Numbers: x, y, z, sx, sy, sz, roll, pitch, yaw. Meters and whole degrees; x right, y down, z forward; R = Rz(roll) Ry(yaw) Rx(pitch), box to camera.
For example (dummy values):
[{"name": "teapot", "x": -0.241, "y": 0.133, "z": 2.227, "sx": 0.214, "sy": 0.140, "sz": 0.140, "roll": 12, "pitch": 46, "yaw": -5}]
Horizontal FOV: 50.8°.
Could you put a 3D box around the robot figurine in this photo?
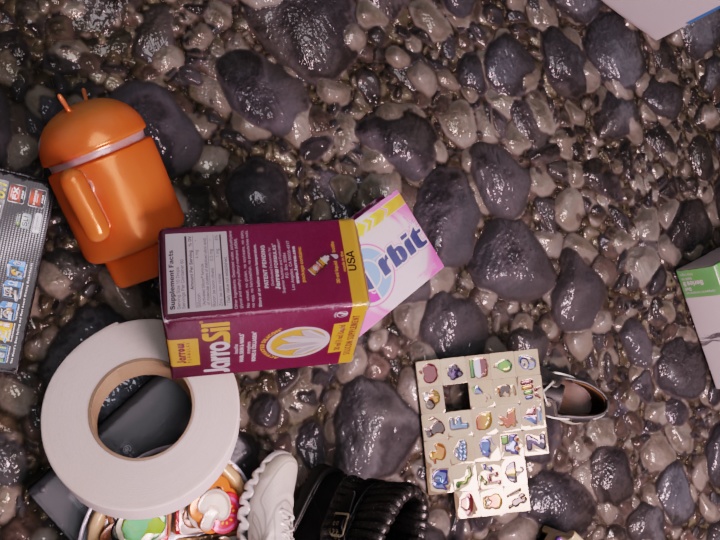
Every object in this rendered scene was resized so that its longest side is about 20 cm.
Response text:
[{"name": "robot figurine", "x": -0.257, "y": -0.088, "z": 0.788, "sx": 0.143, "sy": 0.115, "sz": 0.204, "roll": -35, "pitch": 113, "yaw": -40}]

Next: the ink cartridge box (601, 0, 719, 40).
[{"name": "ink cartridge box", "x": 0.481, "y": -0.500, "z": 1.166, "sx": 0.142, "sy": 0.147, "sz": 0.204, "roll": 25, "pitch": 75, "yaw": -19}]

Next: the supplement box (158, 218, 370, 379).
[{"name": "supplement box", "x": -0.099, "y": 0.029, "z": 0.770, "sx": 0.195, "sy": 0.132, "sz": 0.105, "roll": -4, "pitch": 60, "yaw": -11}]

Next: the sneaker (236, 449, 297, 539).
[{"name": "sneaker", "x": -0.096, "y": 0.296, "z": 0.808, "sx": 0.075, "sy": 0.079, "sz": 0.204, "roll": 48, "pitch": 50, "yaw": -50}]

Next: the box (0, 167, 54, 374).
[{"name": "box", "x": -0.405, "y": -0.008, "z": 0.759, "sx": 0.157, "sy": 0.044, "sz": 0.205, "roll": 13, "pitch": 78, "yaw": -23}]

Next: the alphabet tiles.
[{"name": "alphabet tiles", "x": 0.161, "y": 0.211, "z": 0.979, "sx": 0.163, "sy": 0.008, "sz": 0.205, "roll": -5, "pitch": 86, "yaw": -4}]

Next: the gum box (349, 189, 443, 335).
[{"name": "gum box", "x": 0.000, "y": 0.000, "z": 0.929, "sx": 0.199, "sy": 0.066, "sz": 0.115, "roll": -37, "pitch": 100, "yaw": -23}]

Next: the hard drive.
[{"name": "hard drive", "x": -0.230, "y": 0.214, "z": 0.817, "sx": 0.200, "sy": 0.033, "sz": 0.141, "roll": -43, "pitch": 101, "yaw": -22}]

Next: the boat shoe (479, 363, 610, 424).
[{"name": "boat shoe", "x": 0.245, "y": 0.159, "z": 1.023, "sx": 0.196, "sy": 0.067, "sz": 0.073, "roll": 19, "pitch": 78, "yaw": -18}]

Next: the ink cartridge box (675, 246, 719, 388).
[{"name": "ink cartridge box", "x": 0.598, "y": 0.067, "z": 1.184, "sx": 0.144, "sy": 0.084, "sz": 0.204, "roll": -21, "pitch": 92, "yaw": -25}]

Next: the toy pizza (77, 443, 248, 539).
[{"name": "toy pizza", "x": -0.194, "y": 0.285, "z": 0.792, "sx": 0.196, "sy": 0.031, "sz": 0.206, "roll": -3, "pitch": 95, "yaw": -33}]

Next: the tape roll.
[{"name": "tape roll", "x": -0.222, "y": 0.147, "z": 0.776, "sx": 0.197, "sy": 0.037, "sz": 0.207, "roll": 4, "pitch": 60, "yaw": -7}]

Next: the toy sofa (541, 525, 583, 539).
[{"name": "toy sofa", "x": 0.244, "y": 0.441, "z": 0.971, "sx": 0.083, "sy": 0.097, "sz": 0.201, "roll": 42, "pitch": 70, "yaw": -14}]

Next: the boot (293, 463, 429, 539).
[{"name": "boot", "x": -0.021, "y": 0.320, "z": 0.822, "sx": 0.079, "sy": 0.156, "sz": 0.215, "roll": 34, "pitch": 69, "yaw": -41}]
